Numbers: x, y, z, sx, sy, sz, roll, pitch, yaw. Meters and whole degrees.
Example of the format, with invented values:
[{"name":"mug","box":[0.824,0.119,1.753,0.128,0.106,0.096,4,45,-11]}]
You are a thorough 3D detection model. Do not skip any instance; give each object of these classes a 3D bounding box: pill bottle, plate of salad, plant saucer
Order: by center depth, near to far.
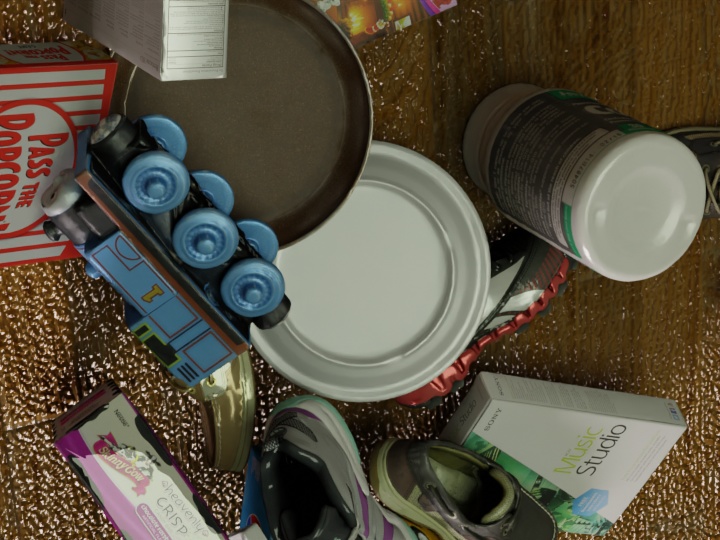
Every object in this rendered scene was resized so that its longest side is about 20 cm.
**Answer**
[{"name":"plant saucer","box":[-0.090,-0.110,1.459,0.199,0.032,0.201,0,99,-1]},{"name":"pill bottle","box":[0.163,-0.074,1.536,0.113,0.200,0.114,-9,112,-24]},{"name":"plate of salad","box":[0.000,0.000,1.551,0.199,0.048,0.201,0,94,-2]}]

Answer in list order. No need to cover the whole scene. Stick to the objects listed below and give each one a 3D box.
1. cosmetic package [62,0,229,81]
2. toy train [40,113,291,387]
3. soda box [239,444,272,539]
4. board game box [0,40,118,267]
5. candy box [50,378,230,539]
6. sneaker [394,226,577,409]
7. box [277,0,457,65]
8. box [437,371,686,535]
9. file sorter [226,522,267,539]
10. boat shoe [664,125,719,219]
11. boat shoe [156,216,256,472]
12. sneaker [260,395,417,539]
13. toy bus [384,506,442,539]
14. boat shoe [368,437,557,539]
[{"name":"cosmetic package","box":[-0.144,-0.187,1.340,0.050,0.200,0.083,-3,109,-26]},{"name":"toy train","box":[-0.136,-0.017,1.403,0.114,0.087,0.200,-35,118,12]},{"name":"soda box","box":[-0.059,0.242,1.618,0.068,0.064,0.201,0,109,-26]},{"name":"board game box","box":[-0.268,-0.075,1.365,0.199,0.046,0.152,-10,122,-43]},{"name":"candy box","box":[-0.157,0.151,1.434,0.061,0.200,0.137,-36,96,-8]},{"name":"sneaker","box":[0.087,0.016,1.605,0.200,0.071,0.098,-41,123,-7]},{"name":"box","box":[-0.017,-0.263,1.471,0.136,0.039,0.201,-25,117,-17]},{"name":"box","box":[0.153,0.156,1.678,0.199,0.036,0.145,10,129,-27]},{"name":"file sorter","box":[-0.121,0.292,1.486,0.124,0.200,0.139,-34,91,-30]},{"name":"boat shoe","box":[0.299,-0.082,1.672,0.199,0.073,0.075,-18,114,-15]},{"name":"boat shoe","box":[-0.121,0.057,1.520,0.066,0.074,0.201,-8,101,-20]},{"name":"sneaker","box":[-0.020,0.199,1.479,0.078,0.140,0.200,-31,98,15]},{"name":"toy bus","box":[0.063,0.245,1.649,0.065,0.078,0.200,-43,133,16]},{"name":"boat shoe","box":[0.094,0.184,1.595,0.201,0.066,0.072,30,61,-36]}]
